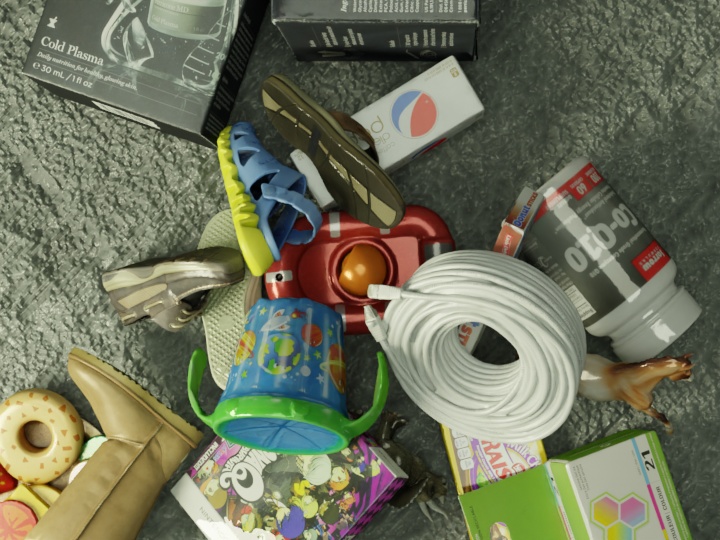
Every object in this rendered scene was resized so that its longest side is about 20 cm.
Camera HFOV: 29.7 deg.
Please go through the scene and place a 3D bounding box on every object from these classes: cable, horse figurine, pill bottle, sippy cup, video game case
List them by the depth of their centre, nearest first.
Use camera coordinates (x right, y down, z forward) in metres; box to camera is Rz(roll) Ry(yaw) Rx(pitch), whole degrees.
[{"bbox_3d":[0.119,0.075,1.307,0.199,0.069,0.201,-6,120,29],"label":"cable"},{"bbox_3d":[-0.070,0.100,1.327,0.177,0.140,0.131,14,66,-19],"label":"sippy cup"},{"bbox_3d":[0.238,0.112,1.363,0.199,0.133,0.050,12,66,24],"label":"horse figurine"},{"bbox_3d":[0.247,-0.007,1.380,0.114,0.114,0.200,-40,87,2],"label":"pill bottle"},{"bbox_3d":[-0.077,0.219,1.389,0.200,0.036,0.181,-48,64,10],"label":"video game case"}]

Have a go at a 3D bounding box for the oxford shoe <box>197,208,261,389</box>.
[{"bbox_3d":[-0.133,0.034,1.433,0.075,0.058,0.201,-11,73,14],"label":"oxford shoe"}]

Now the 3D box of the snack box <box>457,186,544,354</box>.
[{"bbox_3d":[0.131,0.014,1.352,0.024,0.072,0.201,27,129,8],"label":"snack box"}]

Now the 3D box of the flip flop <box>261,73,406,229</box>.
[{"bbox_3d":[-0.021,-0.127,1.362,0.057,0.081,0.200,-34,72,-32],"label":"flip flop"}]

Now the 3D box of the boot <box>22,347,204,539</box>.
[{"bbox_3d":[-0.279,0.204,1.387,0.175,0.066,0.200,37,76,-6],"label":"boot"}]

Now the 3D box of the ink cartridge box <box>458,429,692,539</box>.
[{"bbox_3d":[0.220,0.263,1.372,0.199,0.076,0.149,-18,87,-13],"label":"ink cartridge box"}]

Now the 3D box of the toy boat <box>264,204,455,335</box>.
[{"bbox_3d":[0.000,0.000,1.385,0.199,0.131,0.131,-5,88,3],"label":"toy boat"}]

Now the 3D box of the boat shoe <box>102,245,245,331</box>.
[{"bbox_3d":[-0.185,0.021,1.393,0.199,0.074,0.074,-7,100,46],"label":"boat shoe"}]

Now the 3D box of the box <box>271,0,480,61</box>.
[{"bbox_3d":[0.021,-0.282,1.357,0.199,0.197,0.118,0,88,3],"label":"box"}]

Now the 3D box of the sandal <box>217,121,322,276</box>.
[{"bbox_3d":[-0.094,-0.080,1.386,0.087,0.080,0.201,-18,50,-2],"label":"sandal"}]

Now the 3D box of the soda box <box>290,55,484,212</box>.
[{"bbox_3d":[0.029,-0.141,1.421,0.199,0.064,0.068,-31,87,3],"label":"soda box"}]

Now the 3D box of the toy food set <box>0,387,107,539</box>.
[{"bbox_3d":[-0.338,0.242,1.440,0.198,0.049,0.200,41,91,3],"label":"toy food set"}]

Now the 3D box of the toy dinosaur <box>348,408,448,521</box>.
[{"bbox_3d":[-0.001,0.198,1.409,0.199,0.077,0.103,6,76,-1],"label":"toy dinosaur"}]

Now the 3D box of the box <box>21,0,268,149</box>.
[{"bbox_3d":[-0.215,-0.255,1.409,0.199,0.124,0.198,19,88,4],"label":"box"}]

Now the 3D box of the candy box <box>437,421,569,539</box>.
[{"bbox_3d":[0.156,0.240,1.424,0.102,0.026,0.201,-15,88,-1],"label":"candy box"}]
